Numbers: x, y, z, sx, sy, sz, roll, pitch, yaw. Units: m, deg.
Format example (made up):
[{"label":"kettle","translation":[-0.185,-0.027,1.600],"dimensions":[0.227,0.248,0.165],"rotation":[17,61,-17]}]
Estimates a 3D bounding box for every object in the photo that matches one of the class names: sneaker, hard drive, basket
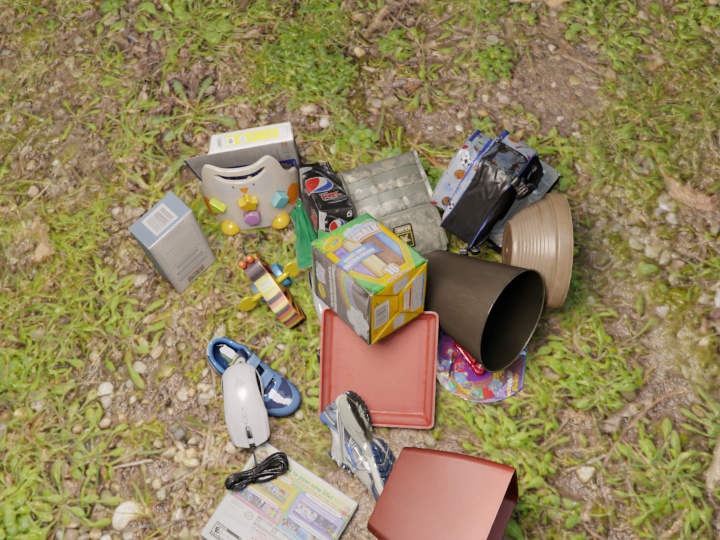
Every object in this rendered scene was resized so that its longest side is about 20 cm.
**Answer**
[{"label":"sneaker","translation":[-0.003,0.305,1.303],"dimensions":[0.085,0.077,0.201],"rotation":[-29,80,23]},{"label":"sneaker","translation":[-0.192,0.183,1.355],"dimensions":[0.199,0.082,0.074],"rotation":[31,70,13]},{"label":"hard drive","translation":[0.271,-0.147,1.500],"dimensions":[0.139,0.038,0.200],"rotation":[38,73,17]},{"label":"basket","translation":[0.186,0.050,1.331],"dimensions":[0.199,0.135,0.182],"rotation":[28,96,47]}]

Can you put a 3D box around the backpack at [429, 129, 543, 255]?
[{"label":"backpack","translation":[0.225,-0.156,1.384],"dimensions":[0.154,0.200,0.190],"rotation":[44,44,9]}]

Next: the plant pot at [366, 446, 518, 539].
[{"label":"plant pot","translation":[0.123,0.381,1.202],"dimensions":[0.175,0.200,0.201],"rotation":[21,69,22]}]

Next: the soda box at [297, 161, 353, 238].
[{"label":"soda box","translation":[-0.066,-0.126,1.418],"dimensions":[0.063,0.071,0.200],"rotation":[-8,32,-13]}]

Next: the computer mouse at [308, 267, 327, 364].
[{"label":"computer mouse","translation":[-0.049,0.064,1.411],"dimensions":[0.109,0.044,0.202],"rotation":[-17,67,-4]}]

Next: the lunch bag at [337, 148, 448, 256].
[{"label":"lunch bag","translation":[0.058,-0.099,1.448],"dimensions":[0.163,0.118,0.202],"rotation":[-17,73,-8]}]

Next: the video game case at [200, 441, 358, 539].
[{"label":"video game case","translation":[-0.132,0.410,1.286],"dimensions":[0.199,0.022,0.183],"rotation":[29,71,15]}]

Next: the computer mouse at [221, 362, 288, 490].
[{"label":"computer mouse","translation":[-0.189,0.254,1.293],"dimensions":[0.109,0.044,0.202],"rotation":[-14,85,-2]}]

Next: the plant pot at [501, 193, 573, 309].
[{"label":"plant pot","translation":[0.299,-0.034,1.357],"dimensions":[0.092,0.201,0.203],"rotation":[1,66,0]}]

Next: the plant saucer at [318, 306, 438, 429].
[{"label":"plant saucer","translation":[0.031,0.164,1.338],"dimensions":[0.198,0.037,0.202],"rotation":[2,95,4]}]

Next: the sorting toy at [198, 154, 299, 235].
[{"label":"sorting toy","translation":[-0.213,-0.156,1.449],"dimensions":[0.198,0.180,0.108],"rotation":[-8,66,0]}]

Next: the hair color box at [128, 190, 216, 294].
[{"label":"hair color box","translation":[-0.331,-0.045,1.396],"dimensions":[0.061,0.200,0.099],"rotation":[40,74,18]}]

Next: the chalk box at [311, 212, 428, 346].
[{"label":"chalk box","translation":[0.000,0.000,1.291],"dimensions":[0.123,0.125,0.200],"rotation":[-29,51,-26]}]

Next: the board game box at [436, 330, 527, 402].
[{"label":"board game box","translation":[0.217,0.130,1.379],"dimensions":[0.156,0.039,0.202],"rotation":[9,68,7]}]

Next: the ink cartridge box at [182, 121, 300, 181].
[{"label":"ink cartridge box","translation":[-0.216,-0.215,1.465],"dimensions":[0.198,0.198,0.048],"rotation":[-7,83,-1]}]

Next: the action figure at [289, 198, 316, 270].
[{"label":"action figure","translation":[-0.084,-0.070,1.451],"dimensions":[0.117,0.055,0.201],"rotation":[-10,44,-16]}]

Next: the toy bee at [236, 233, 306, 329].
[{"label":"toy bee","translation":[-0.181,0.017,1.409],"dimensions":[0.199,0.109,0.132],"rotation":[33,90,20]}]
